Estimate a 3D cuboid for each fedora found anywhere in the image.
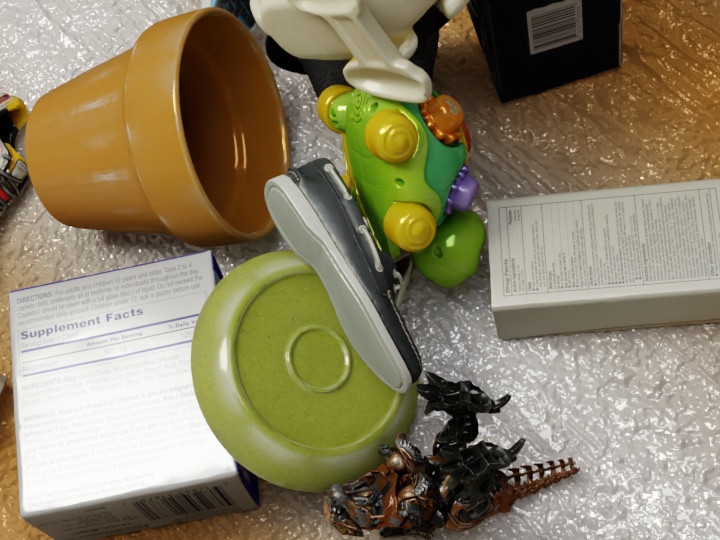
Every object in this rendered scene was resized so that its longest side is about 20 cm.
[{"bbox_3d":[0.013,-0.184,1.289,0.198,0.201,0.093,-15,79,4],"label":"fedora"}]

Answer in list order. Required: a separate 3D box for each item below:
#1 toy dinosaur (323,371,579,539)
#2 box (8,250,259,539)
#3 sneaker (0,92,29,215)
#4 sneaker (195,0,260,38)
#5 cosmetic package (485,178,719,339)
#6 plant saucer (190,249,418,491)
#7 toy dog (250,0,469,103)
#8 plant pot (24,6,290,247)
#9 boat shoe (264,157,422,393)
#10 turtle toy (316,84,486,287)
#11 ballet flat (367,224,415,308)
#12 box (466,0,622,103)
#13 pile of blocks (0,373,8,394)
[{"bbox_3d":[0.072,0.160,1.169,0.198,0.137,0.102,-20,50,-30],"label":"toy dinosaur"},{"bbox_3d":[-0.190,0.108,1.242,0.182,0.105,0.202,-11,66,4],"label":"box"},{"bbox_3d":[-0.352,-0.083,1.372,0.081,0.078,0.202,-3,66,8],"label":"sneaker"},{"bbox_3d":[-0.141,-0.272,1.410,0.086,0.075,0.201,-15,41,17],"label":"sneaker"},{"bbox_3d":[0.207,-0.008,1.234,0.197,0.073,0.105,-4,66,9],"label":"cosmetic package"},{"bbox_3d":[-0.038,0.075,1.188,0.198,0.031,0.203,7,70,-21],"label":"plant saucer"},{"bbox_3d":[0.022,-0.247,1.142,0.193,0.140,0.201,5,58,53],"label":"toy dog"},{"bbox_3d":[-0.186,-0.112,1.302,0.181,0.200,0.203,-9,64,23],"label":"plant pot"},{"bbox_3d":[0.000,0.000,1.171,0.060,0.076,0.201,-29,85,-23],"label":"boat shoe"},{"bbox_3d":[0.044,-0.075,1.207,0.100,0.202,0.146,-21,25,-16],"label":"turtle toy"},{"bbox_3d":[-0.009,0.042,1.260,0.062,0.068,0.201,30,75,11],"label":"ballet flat"},{"bbox_3d":[0.143,-0.292,1.299,0.123,0.200,0.199,-16,64,3],"label":"box"},{"bbox_3d":[-0.405,0.128,1.278,0.198,0.062,0.083,-23,101,0],"label":"pile of blocks"}]
